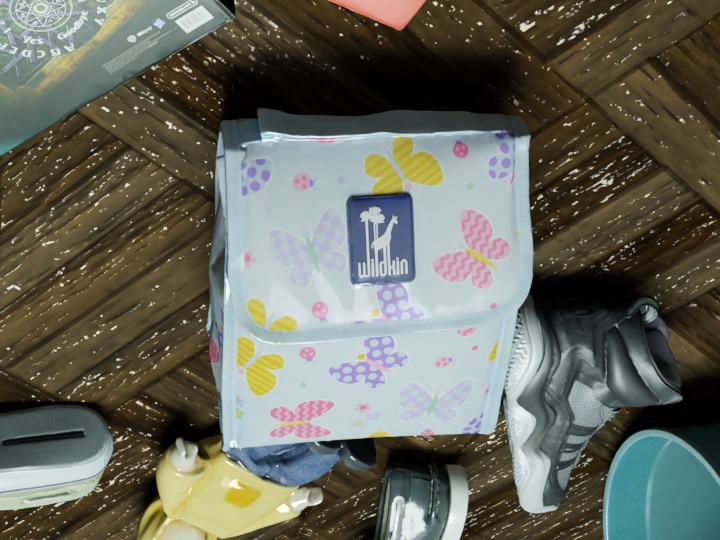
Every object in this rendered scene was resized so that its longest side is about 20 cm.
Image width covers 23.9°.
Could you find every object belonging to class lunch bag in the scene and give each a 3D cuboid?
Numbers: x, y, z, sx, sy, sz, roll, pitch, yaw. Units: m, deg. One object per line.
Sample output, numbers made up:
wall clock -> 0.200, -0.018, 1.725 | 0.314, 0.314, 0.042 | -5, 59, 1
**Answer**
lunch bag -> 0.000, 0.000, 0.938 | 0.168, 0.128, 0.201 | -2, 133, -11

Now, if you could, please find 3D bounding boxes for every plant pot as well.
plant pot -> 0.298, 0.189, 1.172 | 0.187, 0.201, 0.201 | -11, 143, -21

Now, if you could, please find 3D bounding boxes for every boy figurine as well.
boy figurine -> -0.088, 0.144, 1.143 | 0.200, 0.065, 0.124 | -36, 136, 25

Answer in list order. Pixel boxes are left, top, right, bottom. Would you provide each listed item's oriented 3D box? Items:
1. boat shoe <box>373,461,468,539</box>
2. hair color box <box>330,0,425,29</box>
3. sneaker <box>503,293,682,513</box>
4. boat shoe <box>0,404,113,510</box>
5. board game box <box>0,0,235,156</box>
boat shoe -> 0.022, 0.217, 1.230 | 0.060, 0.076, 0.201 | 10, 117, -12
hair color box -> -0.020, -0.193, 0.641 | 0.101, 0.201, 0.061 | 18, 134, -28
sneaker -> 0.150, 0.088, 1.101 | 0.113, 0.076, 0.201 | -7, 138, 3
boat shoe -> -0.258, 0.129, 1.089 | 0.198, 0.072, 0.062 | 0, 138, -13
board game box -> -0.180, -0.124, 0.831 | 0.199, 0.028, 0.135 | -26, 137, 22
